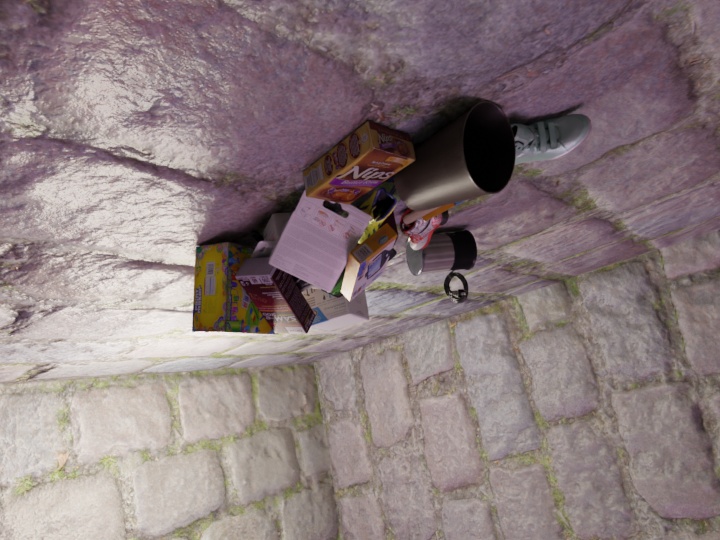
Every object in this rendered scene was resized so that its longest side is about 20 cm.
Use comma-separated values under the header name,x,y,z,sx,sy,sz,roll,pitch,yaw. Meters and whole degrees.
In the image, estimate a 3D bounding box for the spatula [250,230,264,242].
name,x,y,z,sx,sy,sz,roll,pitch,yaw
spatula,-0.231,-0.064,1.371,0.055,0.021,0.200,-11,165,10

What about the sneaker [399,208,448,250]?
name,x,y,z,sx,sy,sz,roll,pitch,yaw
sneaker,0.141,-0.111,1.418,0.104,0.069,0.202,-5,160,-21

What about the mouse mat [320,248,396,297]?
name,x,y,z,sx,sy,sz,roll,pitch,yaw
mouse mat,0.000,0.000,1.342,0.197,0.008,0.161,-36,163,7

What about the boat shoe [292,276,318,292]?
name,x,y,z,sx,sy,sz,roll,pitch,yaw
boat shoe,-0.135,0.015,1.306,0.197,0.061,0.074,-14,-153,46

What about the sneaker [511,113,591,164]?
name,x,y,z,sx,sy,sz,roll,pitch,yaw
sneaker,0.339,-0.253,1.035,0.195,0.076,0.117,-16,171,24

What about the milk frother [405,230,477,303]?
name,x,y,z,sx,sy,sz,roll,pitch,yaw
milk frother,0.237,-0.003,1.623,0.182,0.207,0.180,-6,168,-19

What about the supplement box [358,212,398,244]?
name,x,y,z,sx,sy,sz,roll,pitch,yaw
supplement box,0.023,-0.085,1.374,0.106,0.089,0.201,-9,165,-8

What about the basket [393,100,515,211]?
name,x,y,z,sx,sy,sz,roll,pitch,yaw
basket,0.163,-0.191,0.999,0.135,0.184,0.198,40,147,-23

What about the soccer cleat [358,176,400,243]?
name,x,y,z,sx,sy,sz,roll,pitch,yaw
soccer cleat,0.027,-0.122,1.180,0.064,0.084,0.201,34,133,-4

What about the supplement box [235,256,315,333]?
name,x,y,z,sx,sy,sz,roll,pitch,yaw
supplement box,-0.198,0.062,1.285,0.106,0.062,0.203,-2,134,30

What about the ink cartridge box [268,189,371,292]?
name,x,y,z,sx,sy,sz,roll,pitch,yaw
ink cartridge box,-0.089,-0.072,1.169,0.157,0.050,0.204,25,108,-15

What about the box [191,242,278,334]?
name,x,y,z,sx,sy,sz,roll,pitch,yaw
box,-0.301,0.052,1.338,0.119,0.208,0.191,-4,170,32

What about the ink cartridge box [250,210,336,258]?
name,x,y,z,sx,sy,sz,roll,pitch,yaw
ink cartridge box,-0.157,-0.084,1.267,0.194,0.069,0.116,-5,164,-25

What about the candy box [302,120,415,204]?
name,x,y,z,sx,sy,sz,roll,pitch,yaw
candy box,-0.006,-0.195,1.018,0.114,0.058,0.198,3,157,-43

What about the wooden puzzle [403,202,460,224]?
name,x,y,z,sx,sy,sz,roll,pitch,yaw
wooden puzzle,0.203,-0.167,1.178,0.182,0.038,0.199,-26,-171,41

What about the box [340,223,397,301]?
name,x,y,z,sx,sy,sz,roll,pitch,yaw
box,0.015,-0.009,1.237,0.118,0.041,0.202,-39,161,-25

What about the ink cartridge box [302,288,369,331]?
name,x,y,z,sx,sy,sz,roll,pitch,yaw
ink cartridge box,-0.077,0.052,1.562,0.143,0.207,0.144,-17,162,21
